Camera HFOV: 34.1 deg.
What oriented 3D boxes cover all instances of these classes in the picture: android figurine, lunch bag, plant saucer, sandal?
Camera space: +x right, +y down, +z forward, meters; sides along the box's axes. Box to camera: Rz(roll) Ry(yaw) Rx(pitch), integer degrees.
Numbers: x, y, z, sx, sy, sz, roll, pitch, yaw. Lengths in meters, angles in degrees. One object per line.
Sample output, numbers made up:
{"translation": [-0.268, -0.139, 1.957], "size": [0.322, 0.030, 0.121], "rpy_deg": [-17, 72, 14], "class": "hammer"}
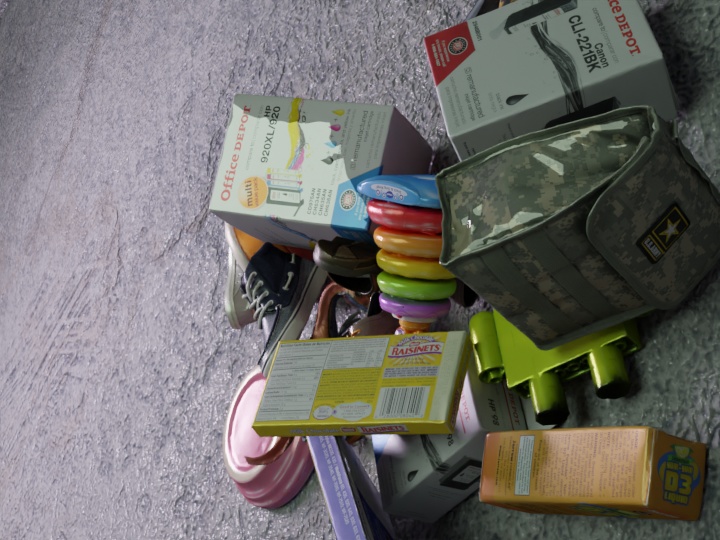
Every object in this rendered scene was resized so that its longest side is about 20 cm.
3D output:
{"translation": [0.180, 0.035, 1.062], "size": [0.182, 0.041, 0.200], "rpy_deg": [-27, 51, 29], "class": "android figurine"}
{"translation": [0.188, -0.037, 0.948], "size": [0.200, 0.164, 0.118], "rpy_deg": [-24, 49, 27], "class": "lunch bag"}
{"translation": [-0.114, 0.194, 1.465], "size": [0.200, 0.051, 0.201], "rpy_deg": [-34, 46, 44], "class": "plant saucer"}
{"translation": [0.000, 0.000, 1.217], "size": [0.200, 0.082, 0.055], "rpy_deg": [-16, -60, -76], "class": "sandal"}

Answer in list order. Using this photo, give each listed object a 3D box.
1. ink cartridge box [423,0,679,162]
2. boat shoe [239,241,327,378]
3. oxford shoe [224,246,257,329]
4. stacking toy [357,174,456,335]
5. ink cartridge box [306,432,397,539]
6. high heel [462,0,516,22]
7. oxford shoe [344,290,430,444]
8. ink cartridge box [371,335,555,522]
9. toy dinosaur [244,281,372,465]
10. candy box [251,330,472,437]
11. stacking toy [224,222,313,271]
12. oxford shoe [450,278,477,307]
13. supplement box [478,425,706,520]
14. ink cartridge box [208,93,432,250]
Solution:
{"translation": [0.174, -0.180, 1.085], "size": [0.200, 0.084, 0.144], "rpy_deg": [-19, 49, 11], "class": "ink cartridge box"}
{"translation": [-0.105, 0.044, 1.354], "size": [0.200, 0.093, 0.075], "rpy_deg": [-68, 3, -57], "class": "boat shoe"}
{"translation": [-0.151, -0.001, 1.631], "size": [0.058, 0.075, 0.200], "rpy_deg": [-12, 44, 9], "class": "oxford shoe"}
{"translation": [0.055, 0.009, 1.132], "size": [0.116, 0.110, 0.200], "rpy_deg": [16, 105, 45], "class": "stacking toy"}
{"translation": [-0.003, 0.240, 1.136], "size": [0.047, 0.200, 0.198], "rpy_deg": [-26, 41, 4], "class": "ink cartridge box"}
{"translation": [0.198, -0.290, 1.231], "size": [0.200, 0.071, 0.143], "rpy_deg": [25, 79, 50], "class": "high heel"}
{"translation": [0.008, 0.096, 1.189], "size": [0.071, 0.073, 0.200], "rpy_deg": [-45, 11, 35], "class": "oxford shoe"}
{"translation": [0.096, 0.144, 1.138], "size": [0.200, 0.067, 0.116], "rpy_deg": [-47, 37, 35], "class": "ink cartridge box"}
{"translation": [-0.036, 0.106, 1.303], "size": [0.105, 0.200, 0.182], "rpy_deg": [10, 114, 44], "class": "toy dinosaur"}
{"translation": [0.000, 0.107, 1.094], "size": [0.200, 0.026, 0.102], "rpy_deg": [-5, 46, 26], "class": "candy box"}
{"translation": [-0.057, -0.063, 1.477], "size": [0.200, 0.146, 0.146], "rpy_deg": [-35, 42, 18], "class": "stacking toy"}
{"translation": [0.141, -0.051, 1.175], "size": [0.073, 0.071, 0.200], "rpy_deg": [54, 127, 35], "class": "oxford shoe"}
{"translation": [0.188, 0.169, 0.979], "size": [0.200, 0.067, 0.069], "rpy_deg": [-17, 59, 54], "class": "supplement box"}
{"translation": [-0.044, -0.105, 1.342], "size": [0.200, 0.145, 0.147], "rpy_deg": [8, 80, 23], "class": "ink cartridge box"}
